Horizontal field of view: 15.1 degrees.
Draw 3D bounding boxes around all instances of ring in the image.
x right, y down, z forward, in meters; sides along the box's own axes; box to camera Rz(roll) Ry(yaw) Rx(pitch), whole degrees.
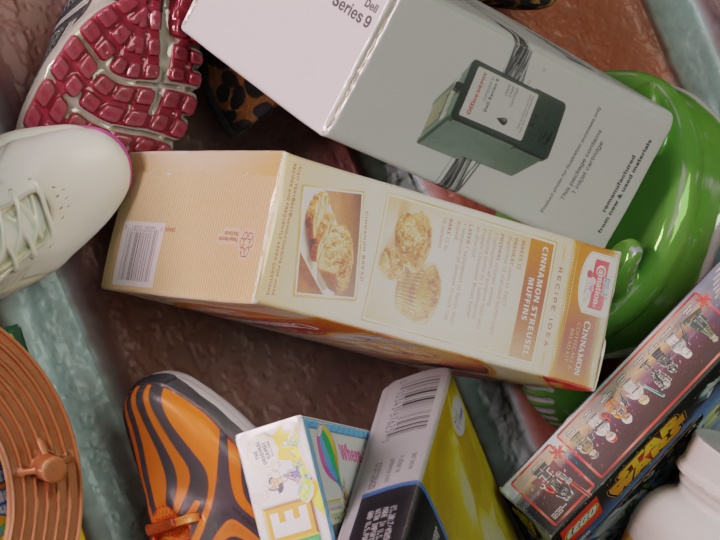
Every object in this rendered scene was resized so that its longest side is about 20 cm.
[{"bbox_3d":[-0.210,0.107,1.168,0.199,0.019,0.202,-4,97,-29],"label":"ring"}]

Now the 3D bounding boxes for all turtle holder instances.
[{"bbox_3d":[0.146,-0.006,1.428,0.131,0.140,0.187,22,55,-41],"label":"turtle holder"}]

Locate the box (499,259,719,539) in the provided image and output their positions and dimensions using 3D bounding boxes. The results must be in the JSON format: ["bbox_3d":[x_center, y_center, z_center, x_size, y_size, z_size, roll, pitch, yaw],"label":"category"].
[{"bbox_3d":[0.160,0.071,1.380,0.200,0.137,0.040,-45,68,-8],"label":"box"}]

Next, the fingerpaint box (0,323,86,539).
[{"bbox_3d":[-0.229,0.132,1.236,0.199,0.073,0.168,-14,84,-29],"label":"fingerpaint box"}]

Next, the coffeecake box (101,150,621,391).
[{"bbox_3d":[0.000,0.000,1.320,0.199,0.153,0.074,15,84,-32],"label":"coffeecake box"}]

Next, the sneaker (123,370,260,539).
[{"bbox_3d":[-0.076,0.152,1.273,0.112,0.077,0.201,-31,93,-40],"label":"sneaker"}]

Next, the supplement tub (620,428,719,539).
[{"bbox_3d":[0.179,0.194,1.348,0.144,0.144,0.201,22,97,-20],"label":"supplement tub"}]

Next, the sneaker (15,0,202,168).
[{"bbox_3d":[-0.113,-0.124,1.366,0.080,0.075,0.201,34,79,-28],"label":"sneaker"}]

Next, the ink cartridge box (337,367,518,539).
[{"bbox_3d":[0.050,0.176,1.263,0.198,0.047,0.201,-73,140,-67],"label":"ink cartridge box"}]

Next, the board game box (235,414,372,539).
[{"bbox_3d":[0.005,0.144,1.285,0.034,0.200,0.135,-17,78,15],"label":"board game box"}]

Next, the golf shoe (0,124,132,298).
[{"bbox_3d":[-0.185,-0.006,1.270,0.199,0.091,0.076,-29,113,-21],"label":"golf shoe"}]

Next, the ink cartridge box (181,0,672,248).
[{"bbox_3d":[0.032,-0.098,1.336,0.199,0.146,0.084,22,101,-40],"label":"ink cartridge box"}]

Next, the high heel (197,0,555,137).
[{"bbox_3d":[0.009,-0.122,1.434,0.199,0.071,0.144,14,80,-23],"label":"high heel"}]
